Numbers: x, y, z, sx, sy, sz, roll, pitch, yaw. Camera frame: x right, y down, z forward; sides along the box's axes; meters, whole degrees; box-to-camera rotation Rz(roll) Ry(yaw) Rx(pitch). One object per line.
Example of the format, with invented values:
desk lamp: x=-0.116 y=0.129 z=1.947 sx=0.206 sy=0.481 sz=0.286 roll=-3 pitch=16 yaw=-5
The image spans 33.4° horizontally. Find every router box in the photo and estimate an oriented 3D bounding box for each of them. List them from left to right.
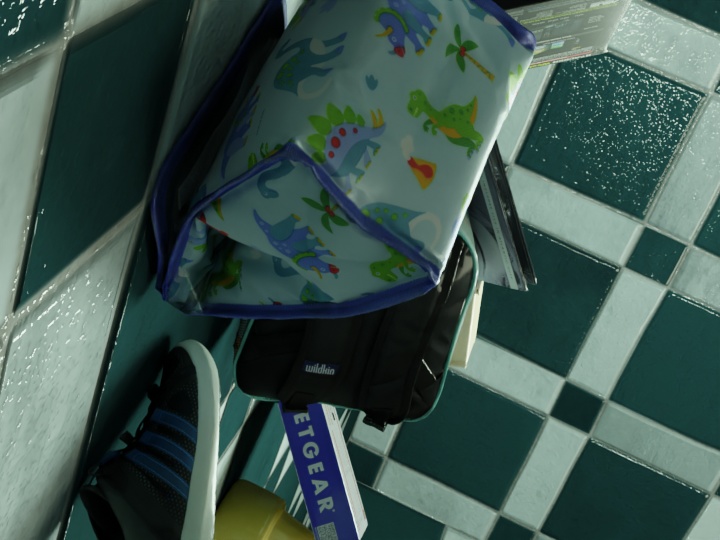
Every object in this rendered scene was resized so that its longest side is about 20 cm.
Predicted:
router box: x=-0.045 y=0.209 z=1.376 sx=0.180 sy=0.048 sz=0.203 roll=66 pitch=8 yaw=-82
router box: x=0.095 y=-0.193 z=0.886 sx=0.150 sy=0.196 sz=0.063 roll=82 pitch=-3 yaw=-80

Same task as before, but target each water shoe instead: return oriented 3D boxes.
water shoe: x=-0.128 y=0.121 z=0.727 sx=0.072 sy=0.078 sz=0.202 roll=114 pitch=-21 yaw=-45

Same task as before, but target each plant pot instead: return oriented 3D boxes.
plant pot: x=-0.103 y=0.377 z=1.414 sx=0.201 sy=0.187 sz=0.203 roll=90 pitch=26 yaw=-77

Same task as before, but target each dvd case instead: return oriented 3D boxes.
dvd case: x=0.065 y=-0.067 z=0.959 sx=0.016 sy=0.151 sz=0.199 roll=-23 pitch=-165 yaw=-19

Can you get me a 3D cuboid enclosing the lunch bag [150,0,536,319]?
lunch bag: x=-0.025 y=-0.068 z=0.653 sx=0.199 sy=0.127 sz=0.172 roll=-22 pitch=-146 yaw=54

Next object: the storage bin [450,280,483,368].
storage bin: x=0.046 y=0.043 z=1.442 sx=0.200 sy=0.195 sz=0.096 roll=-36 pitch=133 yaw=-80

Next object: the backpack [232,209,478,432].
backpack: x=0.000 y=0.000 z=0.919 sx=0.155 sy=0.173 sz=0.202 roll=-84 pitch=-171 yaw=-47
